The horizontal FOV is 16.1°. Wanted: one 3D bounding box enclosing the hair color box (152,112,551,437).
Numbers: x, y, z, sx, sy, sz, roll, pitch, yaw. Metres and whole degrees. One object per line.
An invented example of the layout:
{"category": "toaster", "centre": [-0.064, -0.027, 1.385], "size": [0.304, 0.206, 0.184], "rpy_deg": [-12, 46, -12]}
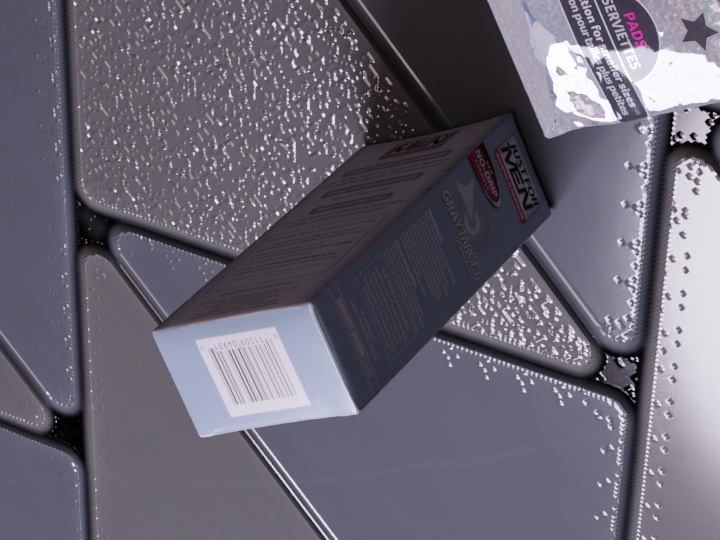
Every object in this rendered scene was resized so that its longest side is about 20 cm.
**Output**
{"category": "hair color box", "centre": [0.000, 0.000, 1.221], "size": [0.099, 0.200, 0.061], "rpy_deg": [-10, 112, 38]}

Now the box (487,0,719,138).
{"category": "box", "centre": [0.112, -0.178, 1.077], "size": [0.114, 0.132, 0.201], "rpy_deg": [-11, 112, 40]}
